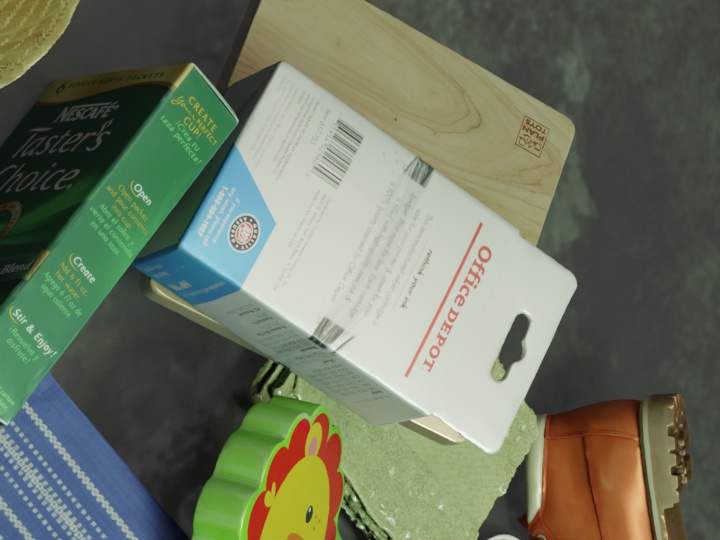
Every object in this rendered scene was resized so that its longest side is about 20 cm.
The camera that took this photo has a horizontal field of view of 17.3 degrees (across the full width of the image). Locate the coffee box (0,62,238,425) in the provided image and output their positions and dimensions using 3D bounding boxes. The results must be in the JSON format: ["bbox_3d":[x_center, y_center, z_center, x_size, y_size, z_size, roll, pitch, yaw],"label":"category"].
[{"bbox_3d":[-0.157,-0.015,1.135,0.044,0.123,0.200,51,60,-28],"label":"coffee box"}]

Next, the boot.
[{"bbox_3d":[0.153,0.178,1.455,0.075,0.107,0.201,-8,93,-74],"label":"boot"}]

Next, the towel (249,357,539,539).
[{"bbox_3d":[0.022,0.079,1.367,0.200,0.036,0.149,51,58,-30],"label":"towel"}]

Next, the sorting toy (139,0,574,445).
[{"bbox_3d":[-0.008,-0.032,1.282,0.200,0.070,0.199,28,70,-22],"label":"sorting toy"}]

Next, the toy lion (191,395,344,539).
[{"bbox_3d":[-0.052,0.174,1.219,0.192,0.068,0.201,66,40,-59],"label":"toy lion"}]

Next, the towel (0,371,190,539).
[{"bbox_3d":[-0.189,0.139,1.133,0.145,0.024,0.200,49,55,4],"label":"towel"}]

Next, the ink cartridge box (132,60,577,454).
[{"bbox_3d":[0.000,0.000,1.203,0.200,0.068,0.116,35,68,-18],"label":"ink cartridge box"}]

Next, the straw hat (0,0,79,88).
[{"bbox_3d":[-0.230,-0.165,1.084,0.201,0.085,0.202,8,76,-35],"label":"straw hat"}]

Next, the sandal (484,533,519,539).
[{"bbox_3d":[0.110,0.261,1.441,0.079,0.059,0.207,-19,105,-42],"label":"sandal"}]
